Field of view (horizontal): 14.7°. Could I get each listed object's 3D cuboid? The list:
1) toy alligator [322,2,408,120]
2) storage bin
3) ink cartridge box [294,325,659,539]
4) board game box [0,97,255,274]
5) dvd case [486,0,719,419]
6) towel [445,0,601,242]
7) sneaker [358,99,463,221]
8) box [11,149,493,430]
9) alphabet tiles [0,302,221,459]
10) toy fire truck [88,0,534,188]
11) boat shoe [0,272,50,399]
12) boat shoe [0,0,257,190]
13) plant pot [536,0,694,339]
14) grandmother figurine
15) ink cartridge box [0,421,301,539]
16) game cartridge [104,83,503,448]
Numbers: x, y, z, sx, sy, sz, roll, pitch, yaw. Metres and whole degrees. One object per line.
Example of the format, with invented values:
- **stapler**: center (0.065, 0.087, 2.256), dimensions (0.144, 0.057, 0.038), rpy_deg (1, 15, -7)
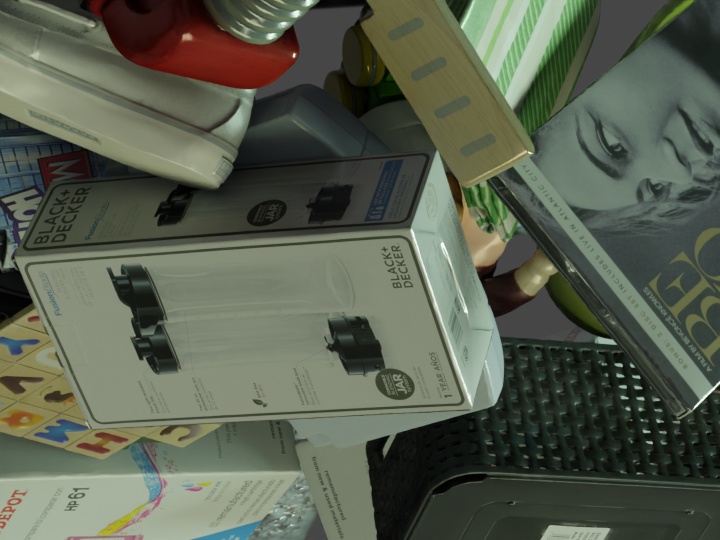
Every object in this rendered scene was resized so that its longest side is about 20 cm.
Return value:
- **toy alligator**: center (0.022, -0.122, 1.372), dimensions (0.059, 0.054, 0.200), rpy_deg (-7, 152, -21)
- **storage bin**: center (0.115, 0.116, 1.557), dimensions (0.200, 0.094, 0.135), rpy_deg (4, 143, -16)
- **ink cartridge box**: center (0.076, 0.101, 1.728), dimensions (0.200, 0.083, 0.145), rpy_deg (-20, -178, 11)
- **board game box**: center (-0.150, -0.054, 1.416), dimensions (0.200, 0.062, 0.200), rpy_deg (-11, 152, -3)
- **dvd case**: center (0.168, -0.040, 1.363), dimensions (0.200, 0.149, 0.016), rpy_deg (-39, -179, -35)
- **towel**: center (0.074, -0.116, 1.324), dimensions (0.023, 0.153, 0.200), rpy_deg (18, 162, 19)
- **sneaker**: center (0.000, 0.000, 1.437), dimensions (0.073, 0.085, 0.200), rpy_deg (-8, 153, -22)
- **box**: center (-0.049, 0.011, 1.318), dimensions (0.200, 0.060, 0.117), rpy_deg (-5, 129, 20)
- **alphabet tiles**: center (-0.132, 0.057, 1.546), dimensions (0.166, 0.006, 0.200), rpy_deg (-31, 148, 30)
- **toy fire truck**: center (-0.022, -0.122, 1.194), dimensions (0.129, 0.200, 0.176), rpy_deg (11, 144, -38)
- **boat shoe**: center (-0.187, 0.041, 1.572), dimensions (0.070, 0.066, 0.200), rpy_deg (-29, 149, 28)
- **boat shoe**: center (-0.142, -0.105, 1.281), dimensions (0.200, 0.069, 0.072), rpy_deg (23, 170, 6)
- **plant pot**: center (0.178, -0.036, 1.502), dimensions (0.187, 0.187, 0.200), rpy_deg (0, 163, -24)
- **grandmother figurine**: center (0.049, -0.016, 1.514), dimensions (0.061, 0.121, 0.200), rpy_deg (-32, 145, -39)
- **ink cartridge box**: center (-0.158, 0.121, 1.718), dimensions (0.200, 0.085, 0.145), rpy_deg (2, 150, -24)
- **game cartridge**: center (-0.018, 0.000, 1.364), dimensions (0.133, 0.040, 0.200), rpy_deg (-14, 126, 32)
